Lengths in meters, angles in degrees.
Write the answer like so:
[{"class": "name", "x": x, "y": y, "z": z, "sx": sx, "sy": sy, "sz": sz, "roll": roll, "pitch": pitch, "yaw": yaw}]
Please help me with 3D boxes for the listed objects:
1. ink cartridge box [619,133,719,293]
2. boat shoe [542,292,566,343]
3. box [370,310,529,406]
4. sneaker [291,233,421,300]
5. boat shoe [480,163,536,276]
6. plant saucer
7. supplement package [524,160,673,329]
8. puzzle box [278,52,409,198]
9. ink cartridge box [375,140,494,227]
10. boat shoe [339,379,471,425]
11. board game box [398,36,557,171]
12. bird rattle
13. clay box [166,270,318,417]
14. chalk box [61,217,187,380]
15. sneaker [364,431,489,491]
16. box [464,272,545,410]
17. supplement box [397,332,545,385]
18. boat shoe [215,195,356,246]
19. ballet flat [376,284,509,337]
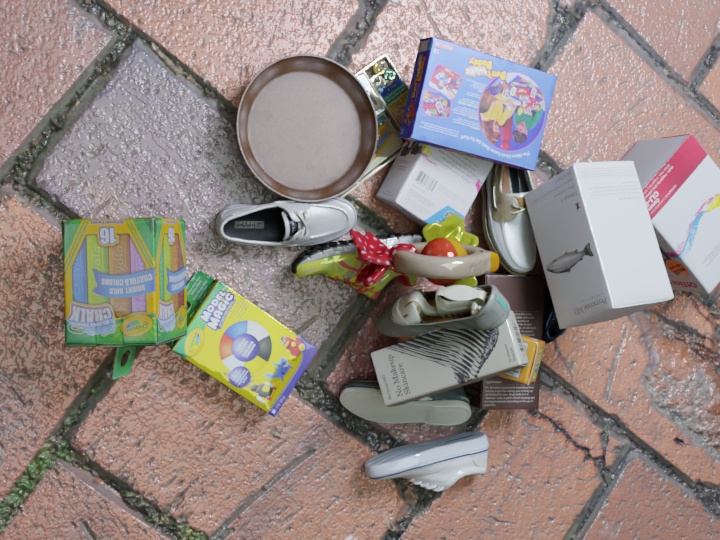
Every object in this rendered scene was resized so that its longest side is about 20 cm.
[{"class": "ink cartridge box", "x": 0.482, "y": -0.085, "z": 1.361, "sx": 0.145, "sy": 0.145, "sz": 0.200, "roll": -46, "pitch": 104, "yaw": -10}, {"class": "boat shoe", "x": 0.341, "y": 0.038, "z": 1.363, "sx": 0.084, "sy": 0.069, "sz": 0.201, "roll": 36, "pitch": 82, "yaw": -15}, {"class": "box", "x": 0.121, "y": 0.120, "z": 1.196, "sx": 0.198, "sy": 0.068, "sz": 0.083, "roll": -21, "pitch": 78, "yaw": 18}, {"class": "sneaker", "x": 0.000, "y": 0.000, "z": 1.253, "sx": 0.198, "sy": 0.078, "sz": 0.092, "roll": -7, "pitch": 97, "yaw": -17}, {"class": "boat shoe", "x": 0.221, "y": -0.095, "z": 1.290, "sx": 0.074, "sy": 0.068, "sz": 0.202, "roll": -8, "pitch": 77, "yaw": -25}, {"class": "plant saucer", "x": -0.074, "y": -0.194, "z": 1.216, "sx": 0.198, "sy": 0.034, "sz": 0.203, "roll": 0, "pitch": 88, "yaw": -15}, {"class": "supplement package", "x": 0.326, "y": -0.035, "z": 1.216, "sx": 0.116, "sy": 0.117, "sz": 0.202, "roll": -6, "pitch": 75, "yaw": -29}, {"class": "puzzle box", "x": -0.005, "y": -0.202, "z": 1.269, "sx": 0.199, "sy": 0.025, "sz": 0.134, "roll": -39, "pitch": 103, "yaw": -12}, {"class": "ink cartridge box", "x": 0.124, "y": -0.163, "z": 1.271, "sx": 0.115, "sy": 0.068, "sz": 0.201, "roll": 30, "pitch": 88, "yaw": -28}, {"class": "boat shoe", "x": 0.065, "y": 0.183, "z": 1.301, "sx": 0.197, "sy": 0.073, "sz": 0.062, "roll": 8, "pitch": 47, "yaw": -10}, {"class": "board game box", "x": 0.162, "y": -0.225, "z": 1.209, "sx": 0.198, "sy": 0.045, "sz": 0.136, "roll": 11, "pitch": 95, "yaw": -22}, {"class": "bird rattle", "x": 0.091, "y": -0.022, "z": 1.172, "sx": 0.198, "sy": 0.162, "sz": 0.114, "roll": 4, "pitch": 95, "yaw": -37}, {"class": "clay box", "x": -0.171, "y": 0.100, "z": 1.219, "sx": 0.199, "sy": 0.048, "sz": 0.116, "roll": 35, "pitch": 83, "yaw": -16}, {"class": "chalk box", "x": -0.296, "y": 0.035, "z": 1.122, "sx": 0.122, "sy": 0.124, "sz": 0.203, "roll": -1, "pitch": 93, "yaw": 6}, {"class": "sneaker", "x": 0.104, "y": 0.292, "z": 1.300, "sx": 0.198, "sy": 0.073, "sz": 0.072, "roll": -8, "pitch": 92, "yaw": -17}, {"class": "box", "x": 0.215, "y": 0.105, "z": 1.327, "sx": 0.099, "sy": 0.075, "sz": 0.203, "roll": 3, "pitch": 93, "yaw": -16}, {"class": "supplement box", "x": 0.158, "y": 0.102, "z": 1.255, "sx": 0.198, "sy": 0.066, "sz": 0.070, "roll": 19, "pitch": 94, "yaw": 20}, {"class": "boat shoe", "x": -0.099, "y": -0.066, "z": 1.213, "sx": 0.197, "sy": 0.066, "sz": 0.073, "roll": 0, "pitch": 103, "yaw": -11}, {"class": "ballet flat", "x": 0.098, "y": 0.045, "z": 1.157, "sx": 0.064, "sy": 0.198, "sz": 0.068, "roll": 51, "pitch": 45, "yaw": -41}]
